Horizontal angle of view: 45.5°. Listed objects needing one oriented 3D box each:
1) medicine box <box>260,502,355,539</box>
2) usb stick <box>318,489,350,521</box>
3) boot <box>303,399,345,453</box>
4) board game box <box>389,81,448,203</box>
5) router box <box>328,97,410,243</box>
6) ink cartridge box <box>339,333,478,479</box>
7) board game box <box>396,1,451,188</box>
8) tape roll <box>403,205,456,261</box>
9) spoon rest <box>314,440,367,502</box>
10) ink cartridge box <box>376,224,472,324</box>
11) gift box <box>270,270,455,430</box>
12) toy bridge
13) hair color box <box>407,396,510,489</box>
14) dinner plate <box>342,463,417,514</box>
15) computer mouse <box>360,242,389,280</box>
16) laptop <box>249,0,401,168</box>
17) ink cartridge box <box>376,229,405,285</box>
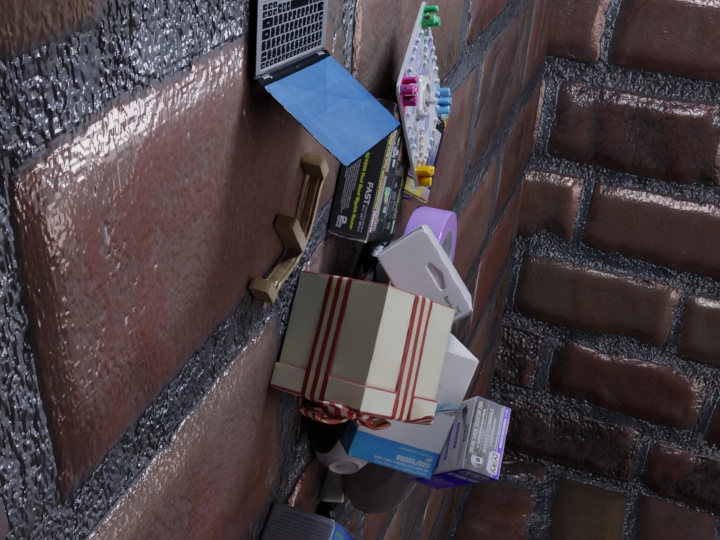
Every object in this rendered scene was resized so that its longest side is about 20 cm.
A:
[{"bbox_3d":[-0.097,0.472,1.286,0.182,0.102,0.201,68,38,-63],"label":"medicine box"},{"bbox_3d":[-0.032,0.417,1.584,0.200,0.032,0.056,-31,132,-68],"label":"usb stick"},{"bbox_3d":[-0.034,0.173,1.307,0.097,0.074,0.201,-27,126,-66],"label":"boot"},{"bbox_3d":[0.085,-0.208,1.433,0.200,0.056,0.166,10,95,-73],"label":"board game box"},{"bbox_3d":[0.022,-0.143,1.259,0.150,0.062,0.201,-5,108,-74],"label":"router box"},{"bbox_3d":[0.063,0.183,1.317,0.147,0.144,0.201,-134,-115,-73],"label":"ink cartridge box"},{"bbox_3d":[0.100,-0.261,1.288,0.200,0.026,0.201,73,27,-50],"label":"board game box"},{"bbox_3d":[0.117,-0.012,1.532,0.200,0.065,0.201,12,90,-76],"label":"tape roll"},{"bbox_3d":[-0.034,0.320,1.427,0.200,0.099,0.061,106,-13,-51],"label":"spoon rest"},{"bbox_3d":[0.101,0.011,1.312,0.145,0.084,0.200,59,8,0],"label":"ink cartridge box"},{"bbox_3d":[0.009,0.115,1.129,0.184,0.199,0.188,19,84,-44],"label":"gift box"},{"bbox_3d":[-0.084,-0.043,1.047,0.067,0.027,0.201,72,35,-63],"label":"toy bridge"},{"bbox_3d":[0.147,0.268,1.312,0.200,0.065,0.110,138,-30,-64],"label":"hair color box"},{"bbox_3d":[0.032,0.312,1.465,0.024,0.200,0.201,28,72,-36],"label":"dinner plate"},{"bbox_3d":[0.000,0.000,1.372,0.200,0.034,0.059,-58,177,-37],"label":"computer mouse"},{"bbox_3d":[-0.026,-0.241,0.922,0.187,0.115,0.201,-49,148,-59],"label":"laptop"},{"bbox_3d":[0.051,0.057,1.550,0.201,0.045,0.177,87,22,-44],"label":"ink cartridge box"}]
